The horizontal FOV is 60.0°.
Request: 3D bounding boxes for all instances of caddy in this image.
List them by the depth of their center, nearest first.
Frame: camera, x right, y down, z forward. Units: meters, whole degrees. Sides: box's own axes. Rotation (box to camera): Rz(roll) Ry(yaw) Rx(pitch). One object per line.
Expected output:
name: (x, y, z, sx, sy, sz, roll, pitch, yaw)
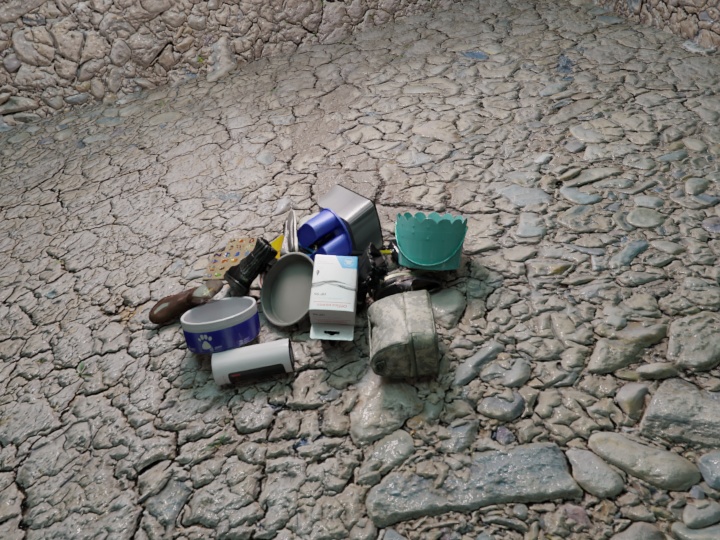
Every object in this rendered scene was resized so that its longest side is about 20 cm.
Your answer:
caddy: (-0.090, -0.086, 1.686, 0.103, 0.144, 0.199, -30, 2, -22)

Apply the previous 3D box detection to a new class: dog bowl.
dog bowl: (-0.358, 0.137, 1.605, 0.194, 0.081, 0.201, -9, 15, 2)

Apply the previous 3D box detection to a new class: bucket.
bucket: (0.191, -0.083, 1.708, 0.200, 0.139, 0.207, 2, 10, 0)

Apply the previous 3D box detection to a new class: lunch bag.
lunch bag: (0.098, 0.153, 1.488, 0.162, 0.142, 0.203, -6, 37, 4)

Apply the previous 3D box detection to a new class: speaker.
speaker: (-0.263, 0.224, 1.531, 0.194, 0.083, 0.082, -10, 38, -1)

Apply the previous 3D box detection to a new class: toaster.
toaster: (-0.023, -0.130, 1.837, 0.118, 0.184, 0.198, -38, 46, -25)

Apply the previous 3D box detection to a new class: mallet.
mallet: (0.038, -0.058, 1.786, 0.194, 0.042, 0.067, 4, 40, -24)

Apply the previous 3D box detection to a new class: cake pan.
cake pan: (-0.184, 0.053, 1.680, 0.195, 0.036, 0.207, -12, 67, 30)

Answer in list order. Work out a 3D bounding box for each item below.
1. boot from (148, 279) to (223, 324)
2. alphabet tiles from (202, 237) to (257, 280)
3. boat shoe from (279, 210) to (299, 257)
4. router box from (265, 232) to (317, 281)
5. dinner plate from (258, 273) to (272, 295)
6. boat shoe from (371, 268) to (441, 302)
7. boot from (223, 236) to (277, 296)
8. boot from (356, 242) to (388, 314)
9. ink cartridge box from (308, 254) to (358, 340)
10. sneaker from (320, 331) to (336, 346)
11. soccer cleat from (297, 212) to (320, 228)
boot: (-0.474, 0.084, 1.692, 0.184, 0.066, 0.198, -34, 12, -29)
alphabet tiles: (-0.389, -0.039, 1.946, 0.162, 0.008, 0.203, -3, 39, 10)
boat shoe: (-0.210, -0.106, 1.813, 0.055, 0.068, 0.203, -6, 41, -4)
router box: (-0.189, -0.030, 1.813, 0.197, 0.052, 0.149, 24, 49, 33)
dinner plate: (-0.202, 0.016, 1.821, 0.193, 0.025, 0.203, -7, 39, 5)
boat shoe: (0.125, 0.047, 1.671, 0.195, 0.074, 0.065, -16, 33, -17)
boot: (-0.306, -0.019, 1.754, 0.160, 0.079, 0.211, -57, 21, -2)
boot: (-0.001, -0.001, 1.678, 0.072, 0.165, 0.201, 14, 33, -28)
ink cartridge box: (-0.065, 0.065, 1.541, 0.112, 0.069, 0.205, 2, 56, 3)
sneaker: (-0.067, 0.087, 1.614, 0.059, 0.205, 0.104, 21, -2, -26)
soccer cleat: (-0.157, -0.127, 1.860, 0.075, 0.071, 0.200, -13, 13, 13)
